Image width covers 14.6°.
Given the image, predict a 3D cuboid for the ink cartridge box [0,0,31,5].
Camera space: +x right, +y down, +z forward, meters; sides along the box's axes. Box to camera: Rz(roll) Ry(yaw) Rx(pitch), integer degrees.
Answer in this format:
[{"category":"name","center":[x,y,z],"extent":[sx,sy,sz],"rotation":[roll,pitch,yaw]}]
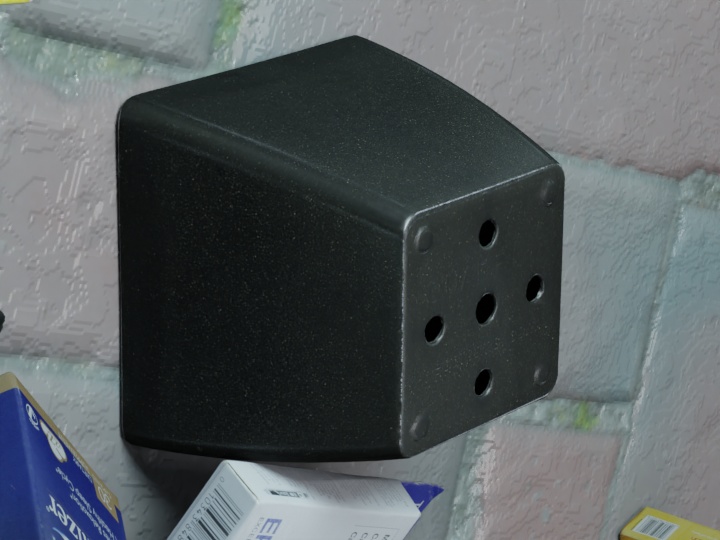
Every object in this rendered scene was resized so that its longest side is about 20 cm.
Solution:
[{"category":"ink cartridge box","center":[-0.226,-0.216,1.272],"extent":[0.200,0.047,0.198],"rotation":[-13,114,-50]}]

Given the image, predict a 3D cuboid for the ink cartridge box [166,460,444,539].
[{"category":"ink cartridge box","center":[-0.055,0.197,1.572],"extent":[0.200,0.041,0.200],"rotation":[10,121,-51]}]

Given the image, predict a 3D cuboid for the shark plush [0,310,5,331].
[{"category":"shark plush","center":[-0.247,-0.016,1.223],"extent":[0.083,0.200,0.091],"rotation":[-60,-176,-24]}]

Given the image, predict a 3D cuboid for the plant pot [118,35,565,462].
[{"category":"plant pot","center":[0.000,0.000,1.520],"extent":[0.200,0.177,0.200],"rotation":[-19,117,-45]}]

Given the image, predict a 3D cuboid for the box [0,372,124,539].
[{"category":"box","center":[-0.146,0.161,1.398],"extent":[0.032,0.200,0.121],"rotation":[-23,136,9]}]

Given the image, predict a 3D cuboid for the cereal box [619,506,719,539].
[{"category":"cereal box","center":[0.259,0.271,1.963],"extent":[0.040,0.144,0.200],"rotation":[-39,132,-36]}]
